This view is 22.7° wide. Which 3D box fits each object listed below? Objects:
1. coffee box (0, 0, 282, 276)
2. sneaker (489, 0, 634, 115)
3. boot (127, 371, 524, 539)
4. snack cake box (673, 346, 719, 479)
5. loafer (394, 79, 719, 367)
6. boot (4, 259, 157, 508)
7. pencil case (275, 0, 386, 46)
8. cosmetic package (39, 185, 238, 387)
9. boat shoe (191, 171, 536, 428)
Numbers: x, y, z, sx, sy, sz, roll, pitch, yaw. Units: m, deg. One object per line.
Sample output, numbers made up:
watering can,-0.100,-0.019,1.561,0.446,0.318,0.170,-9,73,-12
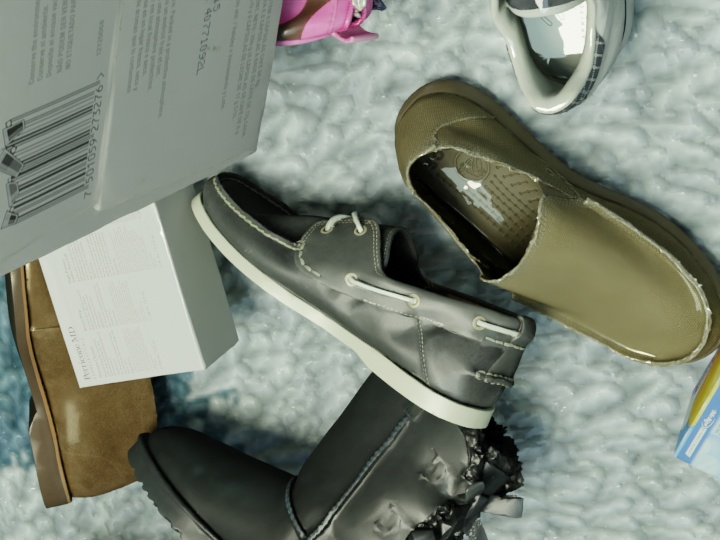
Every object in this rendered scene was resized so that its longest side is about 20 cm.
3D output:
coffee box,-0.165,-0.144,0.764,0.197,0.200,0.200,29,125,24
sneaker,0.082,-0.170,0.798,0.076,0.081,0.201,-4,115,25
boot,-0.019,0.107,0.979,0.163,0.073,0.198,-50,58,6
snack cake box,0.246,0.027,0.855,0.115,0.067,0.200,27,124,6
loafer,0.094,-0.012,0.890,0.200,0.067,0.076,34,125,0
boot,-0.163,0.038,1.031,0.075,0.074,0.201,-10,115,-5
pencil case,-0.027,-0.204,0.817,0.094,0.091,0.201,32,133,41
cosmetic package,-0.135,-0.043,0.954,0.082,0.051,0.201,-9,105,23
boat shoe,0.000,0.000,0.925,0.200,0.072,0.068,34,108,21
